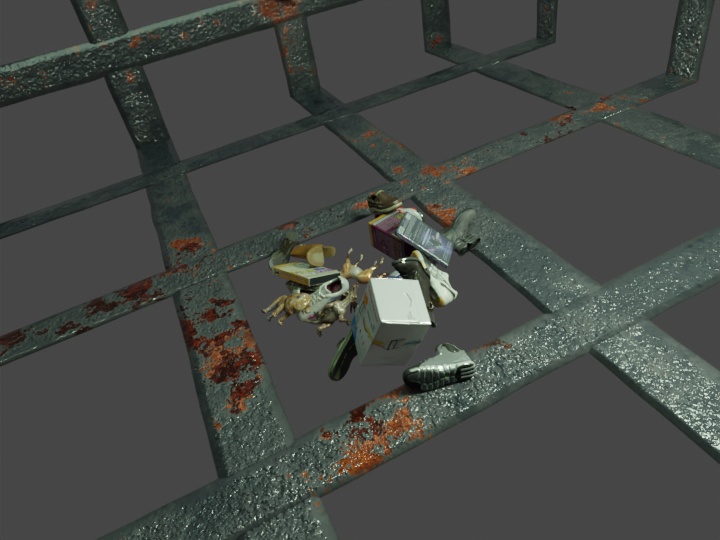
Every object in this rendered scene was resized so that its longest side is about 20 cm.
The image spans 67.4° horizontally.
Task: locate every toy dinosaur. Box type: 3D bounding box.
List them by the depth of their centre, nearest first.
[{"bbox_3d":[-0.081,0.128,1.659,0.198,0.087,0.136,-26,10,17],"label":"toy dinosaur"}]

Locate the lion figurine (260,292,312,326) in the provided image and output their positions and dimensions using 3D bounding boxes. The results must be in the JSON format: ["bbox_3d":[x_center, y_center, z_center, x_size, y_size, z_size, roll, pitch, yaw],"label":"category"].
[{"bbox_3d":[-0.235,0.108,1.689,0.122,0.073,0.199,-45,29,-20],"label":"lion figurine"}]

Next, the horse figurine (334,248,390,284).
[{"bbox_3d":[0.000,0.000,1.821,0.197,0.050,0.133,19,59,26],"label":"horse figurine"}]

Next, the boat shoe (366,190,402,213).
[{"bbox_3d":[0.078,-0.253,1.970,0.074,0.076,0.201,-30,16,-25],"label":"boat shoe"}]

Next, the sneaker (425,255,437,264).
[{"bbox_3d":[0.205,-0.043,1.798,0.081,0.076,0.200,20,48,28],"label":"sneaker"}]

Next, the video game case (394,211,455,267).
[{"bbox_3d":[0.211,-0.103,1.755,0.198,0.019,0.143,34,37,-2],"label":"video game case"}]

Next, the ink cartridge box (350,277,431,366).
[{"bbox_3d":[0.076,0.140,1.447,0.142,0.202,0.149,2,48,-20],"label":"ink cartridge box"}]

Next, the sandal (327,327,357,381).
[{"bbox_3d":[-0.044,0.224,1.535,0.057,0.081,0.201,0,37,38],"label":"sandal"}]

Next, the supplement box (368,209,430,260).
[{"bbox_3d":[0.139,-0.118,1.894,0.130,0.105,0.199,-28,39,-24],"label":"supplement box"}]

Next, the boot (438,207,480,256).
[{"bbox_3d":[0.371,-0.129,1.885,0.200,0.070,0.131,-43,49,-19],"label":"boot"}]

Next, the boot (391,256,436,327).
[{"bbox_3d":[0.162,0.066,1.542,0.068,0.199,0.177,-20,60,32],"label":"boot"}]

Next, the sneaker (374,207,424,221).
[{"bbox_3d":[0.140,-0.193,2.023,0.107,0.068,0.200,-35,39,-26],"label":"sneaker"}]

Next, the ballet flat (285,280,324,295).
[{"bbox_3d":[-0.167,0.076,1.771,0.196,0.068,0.076,6,56,19],"label":"ballet flat"}]

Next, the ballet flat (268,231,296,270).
[{"bbox_3d":[-0.287,-0.064,2.001,0.066,0.047,0.202,24,48,-5],"label":"ballet flat"}]

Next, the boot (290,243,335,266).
[{"bbox_3d":[-0.189,-0.054,1.900,0.141,0.072,0.201,0,10,24],"label":"boot"}]

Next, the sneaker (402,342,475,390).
[{"bbox_3d":[0.198,0.250,1.442,0.196,0.076,0.116,-5,31,-8],"label":"sneaker"}]

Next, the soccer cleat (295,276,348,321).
[{"bbox_3d":[-0.127,0.082,1.688,0.198,0.086,0.070,-36,69,-2],"label":"soccer cleat"}]

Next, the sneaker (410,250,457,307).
[{"bbox_3d":[0.227,0.022,1.688,0.086,0.076,0.202,-17,66,-27],"label":"sneaker"}]

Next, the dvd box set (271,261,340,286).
[{"bbox_3d":[-0.184,0.009,1.817,0.198,0.030,0.145,15,18,41],"label":"dvd box set"}]

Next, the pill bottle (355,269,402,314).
[{"bbox_3d":[0.081,0.090,1.638,0.199,0.113,0.110,-36,43,-27],"label":"pill bottle"}]
